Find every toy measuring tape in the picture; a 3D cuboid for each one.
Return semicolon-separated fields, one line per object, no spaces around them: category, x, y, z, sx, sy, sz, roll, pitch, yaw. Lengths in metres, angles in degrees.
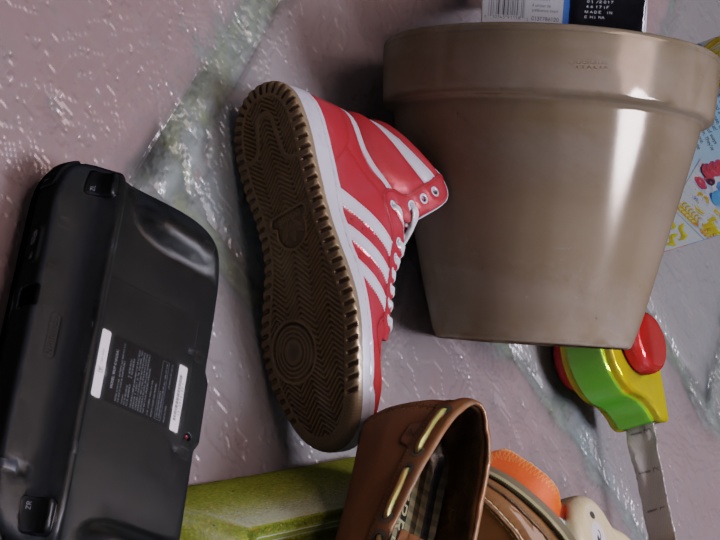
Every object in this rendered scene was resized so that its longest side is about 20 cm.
toy measuring tape;0.166;0.090;1.170;0.073;0.073;0.201;14;64;-51

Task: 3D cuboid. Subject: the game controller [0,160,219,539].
game controller;-0.115;0.048;0.815;0.104;0.042;0.200;35;49;-39

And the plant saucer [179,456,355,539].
plant saucer;-0.011;0.189;0.877;0.200;0.048;0.200;-2;72;-54

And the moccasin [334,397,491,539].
moccasin;0.028;0.147;0.842;0.074;0.078;0.202;46;40;-28

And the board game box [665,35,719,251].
board game box;0.255;-0.097;1.260;0.105;0.200;0.103;57;37;-21

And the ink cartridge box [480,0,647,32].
ink cartridge box;0.130;-0.169;1.146;0.200;0.099;0.039;-65;157;-76

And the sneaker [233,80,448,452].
sneaker;0.000;0.000;0.974;0.112;0.071;0.201;9;66;-49

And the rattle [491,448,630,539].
rattle;0.175;0.180;1.080;0.130;0.143;0.200;-43;115;-45

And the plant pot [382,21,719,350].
plant pot;0.107;-0.043;1.062;0.200;0.200;0.174;8;84;-53

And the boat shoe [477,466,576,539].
boat shoe;0.095;0.201;0.999;0.200;0.072;0.068;57;33;-2
